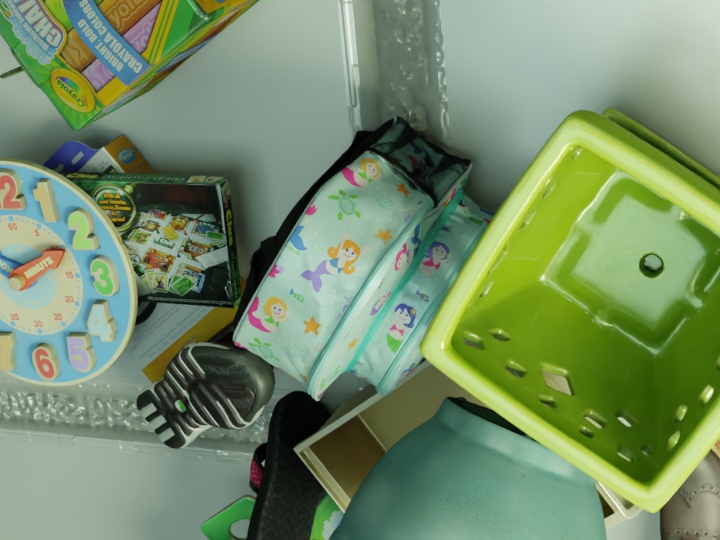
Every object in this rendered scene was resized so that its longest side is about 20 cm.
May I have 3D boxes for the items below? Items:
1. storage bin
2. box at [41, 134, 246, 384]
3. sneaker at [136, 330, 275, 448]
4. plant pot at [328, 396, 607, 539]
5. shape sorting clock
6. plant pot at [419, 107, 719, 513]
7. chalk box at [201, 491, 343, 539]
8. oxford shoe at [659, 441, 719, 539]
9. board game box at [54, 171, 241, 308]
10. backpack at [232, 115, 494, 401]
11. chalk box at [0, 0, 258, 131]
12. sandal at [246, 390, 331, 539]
[{"bbox_3d":[0.092,0.151,1.279,0.199,0.094,0.199,-36,95,30],"label":"storage bin"},{"bbox_3d":[-0.191,-0.016,1.359,0.119,0.041,0.201,-38,92,30],"label":"box"},{"bbox_3d":[-0.099,0.073,1.305,0.076,0.115,0.200,56,147,-6],"label":"sneaker"},{"bbox_3d":[0.090,0.171,1.141,0.199,0.200,0.135,22,92,13],"label":"plant pot"},{"bbox_3d":[-0.273,0.005,1.331,0.198,0.039,0.202,8,113,20],"label":"shape sorting clock"},{"bbox_3d":[0.185,0.011,1.122,0.199,0.181,0.200,35,110,6],"label":"plant pot"},{"bbox_3d":[-0.047,0.271,1.363,0.124,0.124,0.201,-35,94,31],"label":"chalk box"},{"bbox_3d":[0.263,0.221,1.249,0.070,0.073,0.202,-4,109,24],"label":"oxford shoe"},{"bbox_3d":[-0.193,-0.027,1.319,0.198,0.023,0.106,4,113,21],"label":"board game box"},{"bbox_3d":[0.000,0.000,1.187,0.150,0.200,0.178,37,120,9],"label":"backpack"},{"bbox_3d":[-0.190,-0.196,1.234,0.199,0.125,0.124,-35,95,31],"label":"chalk box"},{"bbox_3d":[-0.063,0.171,1.290,0.045,0.201,0.075,-30,116,30],"label":"sandal"}]
